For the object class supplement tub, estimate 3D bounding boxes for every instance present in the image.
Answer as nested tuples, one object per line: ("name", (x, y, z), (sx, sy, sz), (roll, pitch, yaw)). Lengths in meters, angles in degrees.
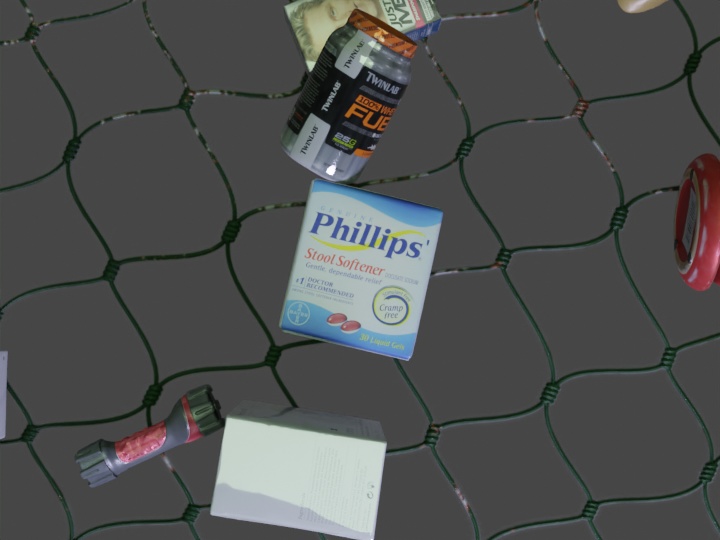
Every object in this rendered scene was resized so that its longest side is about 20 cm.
("supplement tub", (-0.013, -0.227, 1.210), (0.121, 0.123, 0.202), (29, 109, 0))

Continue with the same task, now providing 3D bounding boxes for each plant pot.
("plant pot", (0.515, -0.063, 1.216), (0.179, 0.200, 0.204), (4, 87, 7))

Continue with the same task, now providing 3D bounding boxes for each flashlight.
("flashlight", (-0.282, 0.221, 1.240), (0.197, 0.068, 0.069), (-23, 89, -3))

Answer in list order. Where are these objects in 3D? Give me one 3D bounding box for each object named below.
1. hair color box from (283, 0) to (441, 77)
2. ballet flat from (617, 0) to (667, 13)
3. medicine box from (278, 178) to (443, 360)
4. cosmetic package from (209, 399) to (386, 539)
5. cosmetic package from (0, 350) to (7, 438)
("hair color box", (0.003, -0.346, 1.279), (0.197, 0.061, 0.101), (-23, 88, -2))
("ballet flat", (0.448, -0.430, 1.293), (0.198, 0.063, 0.069), (-32, 88, -2))
("medicine box", (0.000, 0.000, 1.241), (0.179, 0.103, 0.204), (13, 88, -1))
("cosmetic package", (-0.074, 0.245, 1.178), (0.196, 0.199, 0.125), (8, 87, -1))
("cosmetic package", (-0.575, 0.163, 1.162), (0.196, 0.199, 0.125), (1, 87, -1))
